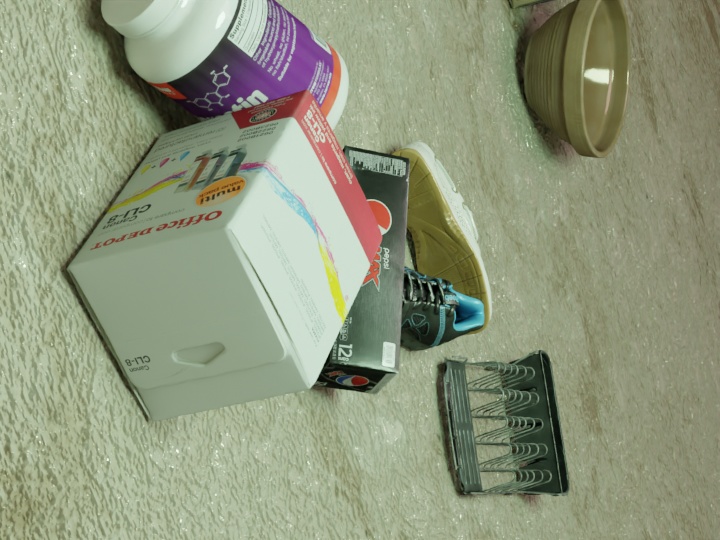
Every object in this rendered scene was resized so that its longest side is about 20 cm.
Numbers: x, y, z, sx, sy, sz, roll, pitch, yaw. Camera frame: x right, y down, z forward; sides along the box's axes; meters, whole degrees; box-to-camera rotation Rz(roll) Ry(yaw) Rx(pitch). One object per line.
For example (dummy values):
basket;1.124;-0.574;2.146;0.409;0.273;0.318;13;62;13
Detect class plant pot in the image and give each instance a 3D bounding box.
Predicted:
plant pot;0.255;-0.238;2.227;0.200;0.092;0.203;5;90;-65

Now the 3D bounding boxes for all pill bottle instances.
pill bottle;-0.107;-0.173;1.458;0.200;0.112;0.113;35;47;-40

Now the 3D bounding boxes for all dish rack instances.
dish rack;0.145;0.157;1.890;0.200;0.054;0.155;12;67;-61

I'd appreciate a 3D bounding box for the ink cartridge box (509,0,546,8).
ink cartridge box;0.282;-0.384;2.295;0.200;0.164;0.076;-27;103;-63

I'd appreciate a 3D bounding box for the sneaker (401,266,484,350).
sneaker;0.044;0.020;1.720;0.200;0.081;0.074;24;60;-57

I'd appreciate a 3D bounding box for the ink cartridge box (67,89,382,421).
ink cartridge box;-0.096;-0.011;1.382;0.145;0.144;0.201;63;28;-26

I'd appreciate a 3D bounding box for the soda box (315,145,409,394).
soda box;0.000;0.000;1.603;0.063;0.071;0.202;10;68;-13

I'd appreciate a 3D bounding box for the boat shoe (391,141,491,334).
boat shoe;0.088;-0.036;1.848;0.069;0.070;0.201;-43;115;-59
